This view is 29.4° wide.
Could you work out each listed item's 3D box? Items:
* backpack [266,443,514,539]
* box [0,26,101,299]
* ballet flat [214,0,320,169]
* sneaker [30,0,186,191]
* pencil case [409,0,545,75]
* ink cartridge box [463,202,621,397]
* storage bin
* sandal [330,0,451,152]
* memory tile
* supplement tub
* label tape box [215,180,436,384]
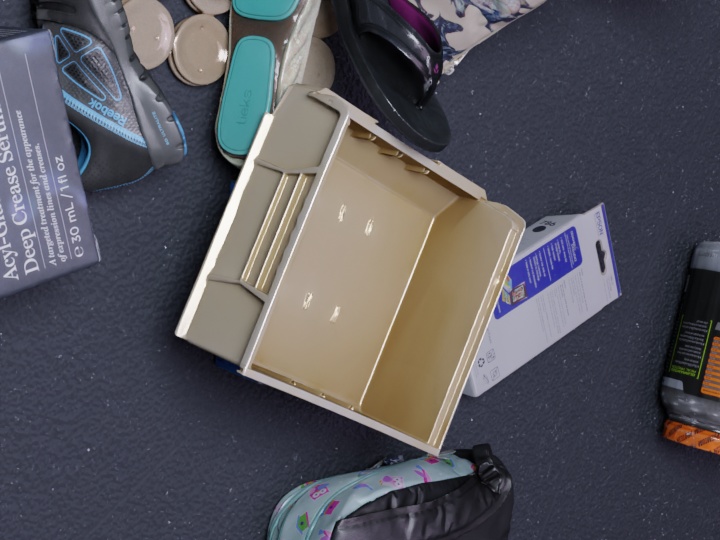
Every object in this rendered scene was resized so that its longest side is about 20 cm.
[{"bbox_3d":[0.025,0.230,1.108,0.198,0.126,0.169,-3,89,-38],"label":"backpack"},{"bbox_3d":[-0.277,-0.052,0.819,0.199,0.107,0.150,-23,113,-34],"label":"box"},{"bbox_3d":[-0.062,-0.171,0.994,0.062,0.067,0.203,7,99,-68],"label":"ballet flat"},{"bbox_3d":[-0.187,-0.147,0.897,0.081,0.073,0.202,-26,105,-6],"label":"sneaker"},{"bbox_3d":[0.104,-0.220,1.044,0.090,0.199,0.078,52,37,-17],"label":"pencil case"},{"bbox_3d":[0.150,0.021,1.229,0.199,0.039,0.101,-29,115,-31],"label":"ink cartridge box"},{"bbox_3d":[0.000,0.000,0.978,0.199,0.093,0.201,27,83,-41],"label":"storage bin"},{"bbox_3d":[0.020,-0.180,0.987,0.075,0.048,0.202,-2,64,-51],"label":"sandal"},{"bbox_3d":[-0.090,-0.208,1.003,0.198,0.017,0.155,6,95,-41],"label":"memory tile"},{"bbox_3d":[0.370,0.080,1.366,0.122,0.122,0.203,15,89,-40],"label":"supplement tub"},{"bbox_3d":[-0.012,0.006,1.076,0.198,0.066,0.145,-2,100,-42],"label":"label tape box"}]
